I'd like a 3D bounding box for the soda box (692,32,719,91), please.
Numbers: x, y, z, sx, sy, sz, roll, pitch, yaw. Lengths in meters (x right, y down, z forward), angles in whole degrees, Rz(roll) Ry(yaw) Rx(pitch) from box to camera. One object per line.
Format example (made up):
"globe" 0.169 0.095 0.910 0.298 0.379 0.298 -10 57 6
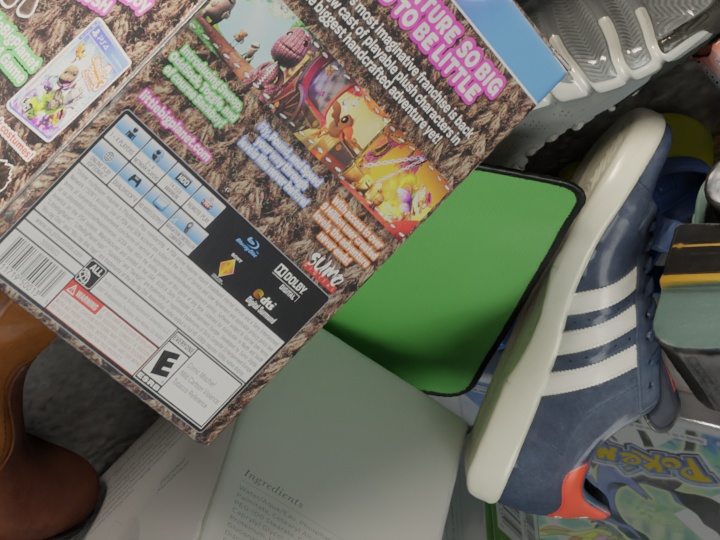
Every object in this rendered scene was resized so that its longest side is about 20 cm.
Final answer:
"soda box" 0.245 -0.137 1.059 0.200 0.068 0.064 -40 -174 2

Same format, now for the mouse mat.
"mouse mat" 0.000 0.000 1.091 0.161 0.008 0.200 10 146 -10

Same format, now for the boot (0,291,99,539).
"boot" -0.150 0.032 1.088 0.188 0.069 0.200 23 114 -38

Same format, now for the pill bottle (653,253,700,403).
"pill bottle" 0.207 0.070 1.301 0.109 0.109 0.200 -26 144 -2

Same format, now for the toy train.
"toy train" 0.202 0.034 1.105 0.085 0.114 0.200 0 146 34

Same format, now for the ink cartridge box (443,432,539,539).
"ink cartridge box" -0.001 0.177 1.267 0.200 0.104 0.059 -28 126 21

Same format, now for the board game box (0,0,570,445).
"board game box" -0.051 -0.064 0.858 0.200 0.097 0.159 -46 140 0

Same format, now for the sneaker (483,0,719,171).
"sneaker" 0.078 -0.078 1.078 0.200 0.075 0.116 -20 150 8

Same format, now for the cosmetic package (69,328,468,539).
"cosmetic package" -0.065 0.160 1.113 0.123 0.200 0.199 32 131 -16

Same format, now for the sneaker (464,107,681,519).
"sneaker" 0.119 0.025 1.107 0.084 0.075 0.200 20 107 -3

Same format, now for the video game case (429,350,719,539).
"video game case" 0.130 0.112 1.274 0.200 0.022 0.182 12 147 16

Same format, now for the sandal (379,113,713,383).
"sandal" 0.096 0.003 1.168 0.200 0.087 0.079 -30 146 8
